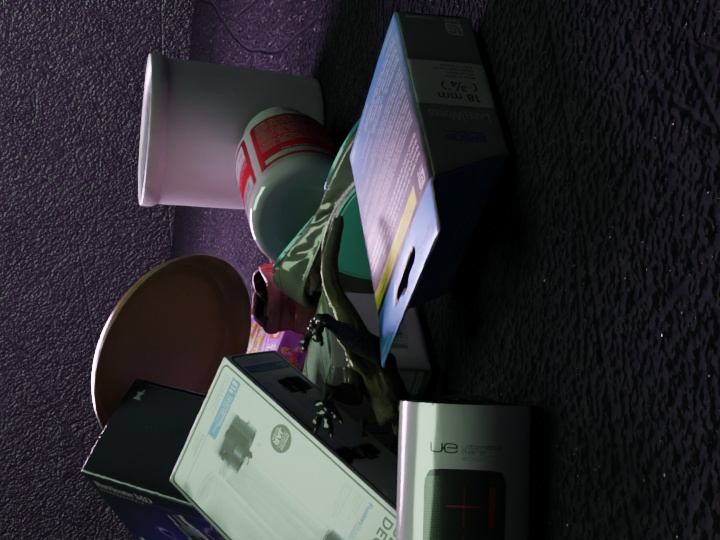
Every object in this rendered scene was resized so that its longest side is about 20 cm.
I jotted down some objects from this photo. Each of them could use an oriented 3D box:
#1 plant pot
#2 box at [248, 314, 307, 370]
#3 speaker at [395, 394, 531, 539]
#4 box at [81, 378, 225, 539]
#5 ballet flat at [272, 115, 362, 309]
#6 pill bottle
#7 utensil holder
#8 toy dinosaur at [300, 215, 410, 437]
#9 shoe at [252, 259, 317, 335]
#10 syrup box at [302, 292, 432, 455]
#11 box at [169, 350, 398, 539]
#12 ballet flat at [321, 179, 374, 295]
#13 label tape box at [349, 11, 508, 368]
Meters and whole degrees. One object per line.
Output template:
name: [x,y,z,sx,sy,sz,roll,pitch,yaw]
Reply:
plant pot: [-0.182,0.077,1.037,0.027,0.199,0.204,22,113,32]
box: [-0.127,0.148,1.224,0.136,0.039,0.203,-7,59,60]
speaker: [0.058,0.175,0.630,0.081,0.080,0.204,165,109,-74]
box: [-0.138,0.209,1.003,0.105,0.146,0.202,-62,-33,-32]
ballet flat: [-0.011,-0.049,0.971,0.064,0.067,0.201,41,118,15]
pill bottle: [-0.069,-0.093,1.101,0.201,0.110,0.114,-114,31,-60]
utensil holder: [-0.154,-0.155,1.270,0.170,0.196,0.174,-177,90,-74]
toy dinosaur: [-0.004,0.062,0.758,0.047,0.088,0.203,-29,82,36]
shoe: [-0.068,-0.001,1.116,0.201,0.089,0.073,-109,27,-55]
syrup box: [-0.008,0.118,0.884,0.080,0.080,0.202,-101,19,-46]
box: [-0.036,0.161,0.775,0.199,0.060,0.118,38,111,28]
ballet flat: [0.000,0.000,0.924,0.072,0.071,0.204,-113,31,-59]
label tape box: [0.047,-0.055,0.752,0.145,0.062,0.203,109,158,-48]
